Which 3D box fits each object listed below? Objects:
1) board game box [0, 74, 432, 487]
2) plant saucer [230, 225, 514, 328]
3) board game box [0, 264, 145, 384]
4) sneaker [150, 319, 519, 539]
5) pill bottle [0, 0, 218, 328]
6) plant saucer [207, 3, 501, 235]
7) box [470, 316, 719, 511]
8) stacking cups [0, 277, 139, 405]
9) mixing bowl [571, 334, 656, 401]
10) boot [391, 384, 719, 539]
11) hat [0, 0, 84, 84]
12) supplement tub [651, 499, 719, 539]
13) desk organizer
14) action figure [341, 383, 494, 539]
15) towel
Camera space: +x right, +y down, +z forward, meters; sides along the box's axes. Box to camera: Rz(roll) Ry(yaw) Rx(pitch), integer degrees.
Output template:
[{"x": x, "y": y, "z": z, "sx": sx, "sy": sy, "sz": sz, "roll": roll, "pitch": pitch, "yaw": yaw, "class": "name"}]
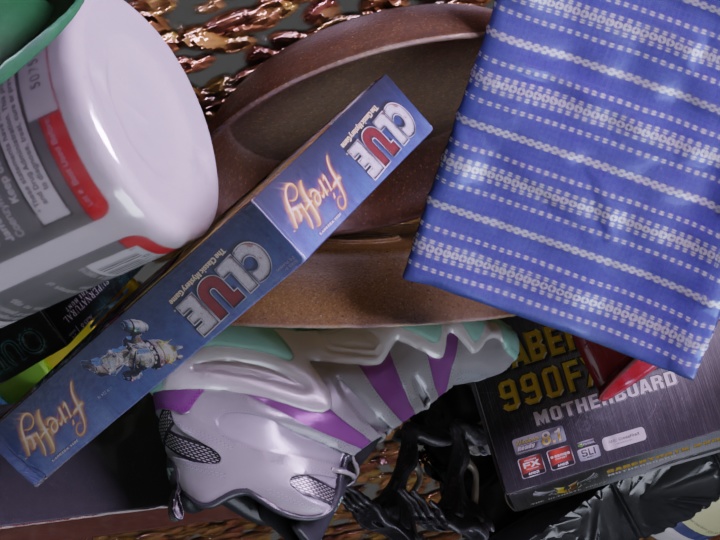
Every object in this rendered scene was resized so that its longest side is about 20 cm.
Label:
[{"x": -0.068, "y": 0.005, "z": 1.062, "sx": 0.200, "sy": 0.035, "sz": 0.135, "roll": -39, "pitch": -175, "yaw": 37, "class": "board game box"}, {"x": 0.000, "y": 0.000, "z": 1.224, "sx": 0.200, "sy": 0.035, "sz": 0.200, "roll": -2, "pitch": -174, "yaw": 0, "class": "plant saucer"}, {"x": -0.181, "y": 0.032, "z": 1.168, "sx": 0.200, "sy": 0.028, "sz": 0.135, "roll": -28, "pitch": -167, "yaw": 35, "class": "board game box"}, {"x": -0.010, "y": 0.092, "z": 1.234, "sx": 0.200, "sy": 0.140, "sz": 0.078, "roll": -3, "pitch": 172, "yaw": -16, "class": "sneaker"}, {"x": -0.171, "y": -0.029, "z": 1.016, "sx": 0.200, "sy": 0.114, "sz": 0.114, "roll": -23, "pitch": 158, "yaw": 20, "class": "pill bottle"}, {"x": 0.012, "y": -0.074, "z": 1.136, "sx": 0.200, "sy": 0.037, "sz": 0.200, "roll": -14, "pitch": 158, "yaw": -6, "class": "plant saucer"}, {"x": 0.155, "y": 0.027, "z": 1.317, "sx": 0.200, "sy": 0.158, "sz": 0.048, "roll": -16, "pitch": 161, "yaw": 4, "class": "box"}, {"x": -0.201, "y": 0.063, "z": 1.296, "sx": 0.200, "sy": 0.061, "sz": 0.060, "roll": -27, "pitch": 156, "yaw": 28, "class": "stacking cups"}, {"x": 0.162, "y": -0.038, "z": 1.187, "sx": 0.200, "sy": 0.108, "sz": 0.200, "roll": -38, "pitch": 171, "yaw": -7, "class": "mixing bowl"}, {"x": 0.126, "y": 0.100, "z": 1.483, "sx": 0.198, "sy": 0.163, "sz": 0.073, "roll": -31, "pitch": 133, "yaw": 8, "class": "boot"}, {"x": -0.221, "y": -0.124, "z": 0.873, "sx": 0.166, "sy": 0.176, "sz": 0.200, "roll": -21, "pitch": -159, "yaw": 32, "class": "hat"}, {"x": 0.257, "y": 0.077, "z": 1.531, "sx": 0.200, "sy": 0.145, "sz": 0.145, "roll": -27, "pitch": 156, "yaw": 28, "class": "supplement tub"}, {"x": -0.119, "y": 0.112, "z": 1.281, "sx": 0.200, "sy": 0.072, "sz": 0.077, "roll": -6, "pitch": 149, "yaw": -17, "class": "desk organizer"}, {"x": 0.071, "y": 0.067, "z": 1.417, "sx": 0.119, "sy": 0.200, "sz": 0.102, "roll": -3, "pitch": 134, "yaw": 46, "class": "action figure"}, {"x": 0.114, "y": -0.057, "z": 1.049, "sx": 0.145, "sy": 0.024, "sz": 0.200, "roll": 19, "pitch": 117, "yaw": 1, "class": "towel"}]
